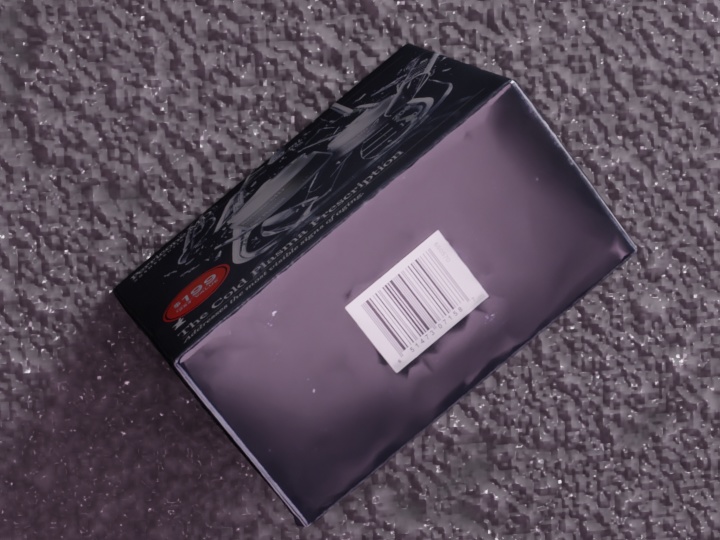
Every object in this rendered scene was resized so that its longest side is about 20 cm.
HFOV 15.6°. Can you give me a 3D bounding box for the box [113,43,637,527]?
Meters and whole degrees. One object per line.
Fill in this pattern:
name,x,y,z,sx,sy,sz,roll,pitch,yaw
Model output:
box,0.000,0.000,1.246,0.200,0.182,0.104,-40,106,-5
